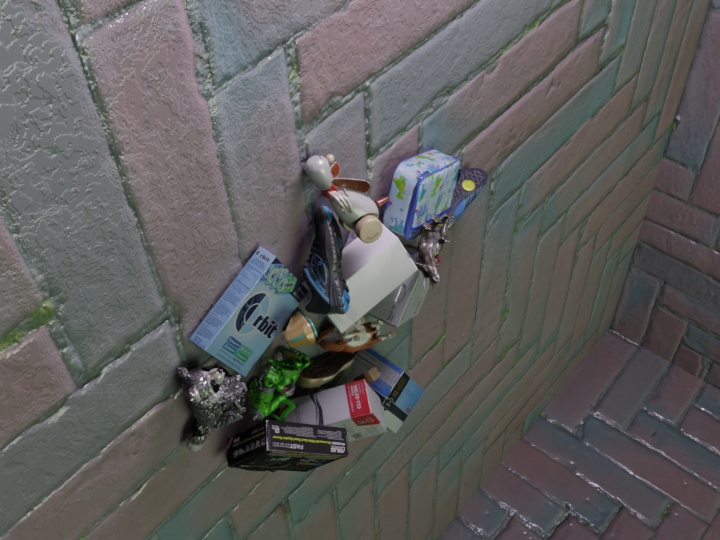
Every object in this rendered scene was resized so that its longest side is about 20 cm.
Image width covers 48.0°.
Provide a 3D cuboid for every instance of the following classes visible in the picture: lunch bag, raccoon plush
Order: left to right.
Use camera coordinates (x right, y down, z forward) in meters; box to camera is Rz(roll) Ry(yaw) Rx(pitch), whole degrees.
[{"bbox_3d":[-0.286,0.250,1.422,0.134,0.097,0.200,11,108,-53],"label":"raccoon plush"},{"bbox_3d":[0.129,-0.157,1.681,0.200,0.082,0.161,-30,141,-54],"label":"lunch bag"}]

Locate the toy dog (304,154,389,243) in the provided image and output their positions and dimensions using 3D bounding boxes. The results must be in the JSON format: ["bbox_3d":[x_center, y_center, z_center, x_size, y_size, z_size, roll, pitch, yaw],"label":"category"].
[{"bbox_3d":[-0.011,-0.138,1.438,0.096,0.132,0.200,-44,151,-7],"label":"toy dog"}]

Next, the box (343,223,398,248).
[{"bbox_3d":[0.000,0.000,1.688,0.137,0.040,0.201,-10,126,-57],"label":"box"}]

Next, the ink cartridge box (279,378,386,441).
[{"bbox_3d":[-0.060,0.319,1.754,0.199,0.084,0.144,-17,150,8],"label":"ink cartridge box"}]

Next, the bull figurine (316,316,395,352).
[{"bbox_3d":[-0.004,0.139,1.757,0.121,0.065,0.200,-25,168,40],"label":"bull figurine"}]

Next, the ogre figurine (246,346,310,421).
[{"bbox_3d":[-0.162,0.226,1.576,0.120,0.098,0.200,-62,-170,10],"label":"ogre figurine"}]

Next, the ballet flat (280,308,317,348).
[{"bbox_3d":[-0.123,0.110,1.522,0.063,0.069,0.200,-25,-178,-7],"label":"ballet flat"}]

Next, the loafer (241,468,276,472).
[{"bbox_3d":[-0.199,0.395,1.723,0.200,0.070,0.068,13,106,-61],"label":"loafer"}]

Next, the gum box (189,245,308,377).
[{"bbox_3d":[-0.193,0.077,1.440,0.200,0.044,0.170,-54,153,-8],"label":"gum box"}]

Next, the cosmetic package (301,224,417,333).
[{"bbox_3d":[0.000,0.013,1.580,0.200,0.085,0.108,-39,132,-7],"label":"cosmetic package"}]

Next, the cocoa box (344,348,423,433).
[{"bbox_3d":[0.047,0.287,1.951,0.131,0.133,0.200,-55,152,-8],"label":"cocoa box"}]

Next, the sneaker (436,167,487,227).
[{"bbox_3d":[0.219,-0.158,1.874,0.200,0.066,0.079,-47,162,-21],"label":"sneaker"}]

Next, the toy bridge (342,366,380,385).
[{"bbox_3d":[-0.030,0.267,1.824,0.200,0.027,0.067,-36,177,33],"label":"toy bridge"}]

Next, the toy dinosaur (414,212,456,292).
[{"bbox_3d":[0.146,-0.060,1.654,0.200,0.077,0.102,-74,-171,-50],"label":"toy dinosaur"}]

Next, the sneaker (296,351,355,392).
[{"bbox_3d":[-0.081,0.239,1.757,0.200,0.067,0.090,-20,132,-59],"label":"sneaker"}]

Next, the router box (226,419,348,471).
[{"bbox_3d":[-0.147,0.355,1.624,0.200,0.062,0.150,14,149,-37],"label":"router box"}]

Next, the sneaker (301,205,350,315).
[{"bbox_3d":[-0.073,-0.017,1.478,0.073,0.082,0.201,3,81,-75],"label":"sneaker"}]

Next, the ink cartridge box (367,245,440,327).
[{"bbox_3d":[0.095,0.030,1.773,0.146,0.083,0.200,-68,166,11],"label":"ink cartridge box"}]
